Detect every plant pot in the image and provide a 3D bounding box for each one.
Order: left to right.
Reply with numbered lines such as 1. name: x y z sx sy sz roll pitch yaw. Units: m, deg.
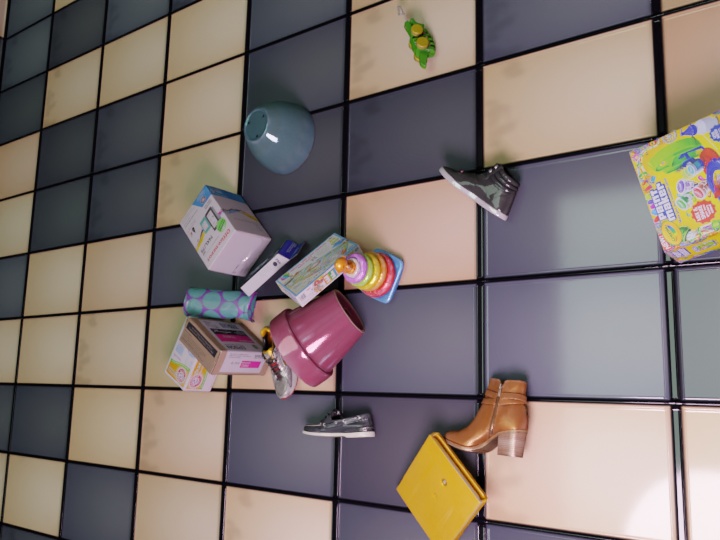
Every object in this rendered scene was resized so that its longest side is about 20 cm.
1. plant pot: -0.243 -0.381 1.929 0.197 0.134 0.204 -7 78 35
2. plant pot: -0.094 0.150 1.699 0.178 0.200 0.202 -36 61 8

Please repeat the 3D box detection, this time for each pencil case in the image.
1. pencil case: -0.386 0.093 1.936 0.196 0.092 0.087 4 85 5

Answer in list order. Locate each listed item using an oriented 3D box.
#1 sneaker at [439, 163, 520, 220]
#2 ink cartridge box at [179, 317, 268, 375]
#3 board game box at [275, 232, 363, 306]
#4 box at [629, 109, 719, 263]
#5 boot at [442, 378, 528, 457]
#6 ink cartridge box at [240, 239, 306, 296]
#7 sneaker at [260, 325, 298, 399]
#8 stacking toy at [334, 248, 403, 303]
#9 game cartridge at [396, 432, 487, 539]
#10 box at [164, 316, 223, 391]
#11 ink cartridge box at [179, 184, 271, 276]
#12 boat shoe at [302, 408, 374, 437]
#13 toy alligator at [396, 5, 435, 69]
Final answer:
1. sneaker: 0.270 -0.203 1.555 0.199 0.070 0.100 39 103 29
2. ink cartridge box: -0.355 0.204 1.866 0.164 0.199 0.076 35 103 35
3. board game box: -0.102 -0.006 1.727 0.199 0.034 0.134 -40 30 -13
4. box: 0.617 -0.148 1.247 0.191 0.121 0.204 -25 67 32
5. boot: 0.265 0.304 1.471 0.197 0.073 0.158 -4 72 37
6. ink cartridge box: -0.235 -0.018 1.883 0.199 0.100 0.039 -38 102 24
7. sneaker: -0.223 0.239 1.835 0.077 0.082 0.203 -27 67 30
8. stacking toy: 0.000 0.000 1.635 0.109 0.199 0.118 26 98 36
9. game cartridge: 0.168 0.475 1.491 0.177 0.032 0.202 51 134 32
10. box: -0.461 0.232 2.003 0.112 0.101 0.203 31 100 37
11. ink cartridge box: -0.381 -0.110 1.977 0.147 0.145 0.201 -51 57 18
12. boat shoe: -0.054 0.368 1.690 0.197 0.074 0.067 -8 74 35
13. toy alligator: 0.145 -0.583 1.728 0.053 0.060 0.203 -13 66 -10
